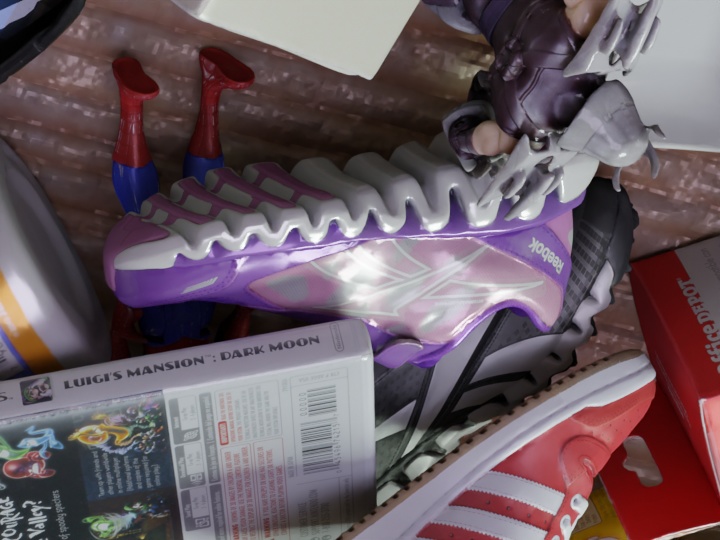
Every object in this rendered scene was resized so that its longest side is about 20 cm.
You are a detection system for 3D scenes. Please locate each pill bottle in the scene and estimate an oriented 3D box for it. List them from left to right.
[{"bbox_3d":[-0.209,0.036,1.122,0.200,0.112,0.112,-27,119,5],"label":"pill bottle"}]

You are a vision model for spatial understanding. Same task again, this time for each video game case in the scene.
[{"bbox_3d":[-0.083,0.098,1.140,0.181,0.023,0.200,-10,144,-6],"label":"video game case"}]

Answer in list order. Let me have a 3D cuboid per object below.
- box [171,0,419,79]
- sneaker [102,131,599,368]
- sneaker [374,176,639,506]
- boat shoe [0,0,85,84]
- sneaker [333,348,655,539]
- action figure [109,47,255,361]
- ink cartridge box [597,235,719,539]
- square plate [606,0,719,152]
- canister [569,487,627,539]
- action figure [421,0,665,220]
[{"bbox_3d":[-0.016,-0.190,0.999,0.109,0.128,0.200,14,110,-55],"label":"box"},{"bbox_3d":[0.000,0.000,1.111,0.200,0.080,0.089,-9,109,-16],"label":"sneaker"},{"bbox_3d":[0.028,0.027,1.188,0.090,0.067,0.200,35,109,-27],"label":"sneaker"},{"bbox_3d":[-0.184,-0.073,1.094,0.200,0.066,0.070,-30,118,7],"label":"boat shoe"},{"bbox_3d":[0.061,0.124,1.129,0.200,0.071,0.113,-36,80,-14],"label":"sneaker"},{"bbox_3d":[-0.076,0.011,1.168,0.065,0.052,0.200,-12,123,-26],"label":"action figure"},{"bbox_3d":[0.188,0.032,1.192,0.200,0.116,0.067,-18,120,-1],"label":"ink cartridge box"},{"bbox_3d":[0.169,-0.137,1.114,0.198,0.028,0.200,2,121,-41],"label":"square plate"},{"bbox_3d":[0.049,0.193,1.270,0.200,0.087,0.149,-23,119,0],"label":"canister"},{"bbox_3d":[0.051,-0.107,1.050,0.069,0.200,0.130,-2,138,-51],"label":"action figure"}]
